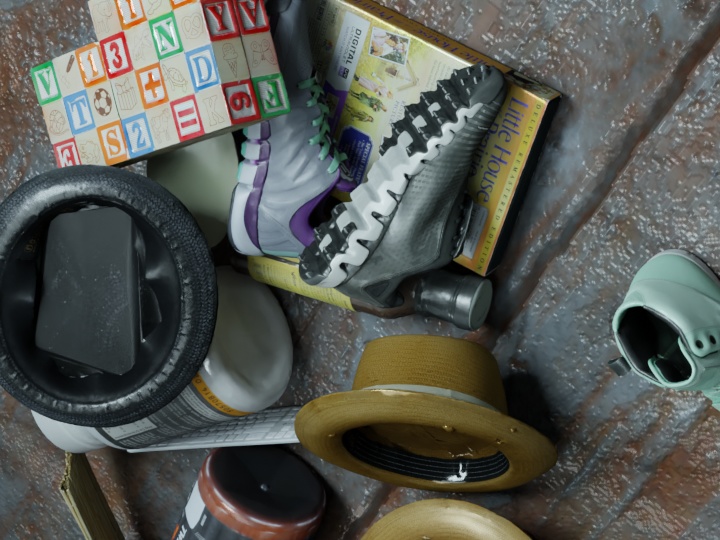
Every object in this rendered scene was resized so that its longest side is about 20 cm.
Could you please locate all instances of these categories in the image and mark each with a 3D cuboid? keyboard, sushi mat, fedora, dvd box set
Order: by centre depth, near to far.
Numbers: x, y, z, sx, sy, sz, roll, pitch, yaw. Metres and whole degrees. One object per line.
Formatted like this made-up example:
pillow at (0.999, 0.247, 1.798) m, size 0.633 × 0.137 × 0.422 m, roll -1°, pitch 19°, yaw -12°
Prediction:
fedora at (0.050, 0.097, 1.400) m, size 0.200 × 0.201 × 0.082 m, roll -7°, pitch 64°, yaw 31°
dvd box set at (0.032, -0.104, 1.401) m, size 0.200 × 0.029 × 0.147 m, roll 28°, pitch 120°, yaw 19°
fedora at (-0.190, 0.010, 1.427) m, size 0.200 × 0.092 × 0.201 m, roll 1°, pitch 110°, yaw 3°
fedora at (0.085, 0.250, 1.480) m, size 0.200 × 0.082 × 0.201 m, roll 12°, pitch 116°, yaw 26°
keyboard at (-0.094, 0.125, 1.548) m, size 0.200 × 0.056 × 0.011 m, roll -7°, pitch 107°, yaw 31°
sushi mat at (-0.205, 0.234, 1.614) m, size 0.012 × 0.096 × 0.200 m, roll -19°, pitch 115°, yaw 6°

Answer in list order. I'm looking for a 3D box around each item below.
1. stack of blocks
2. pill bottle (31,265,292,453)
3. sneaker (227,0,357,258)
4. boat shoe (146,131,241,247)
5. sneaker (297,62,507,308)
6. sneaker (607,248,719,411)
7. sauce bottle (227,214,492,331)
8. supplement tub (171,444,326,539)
stack of blocks at (-0.147, -0.141, 1.370) m, size 0.200 × 0.059 × 0.115 m, roll -14°, pitch 92°, yaw 46°
pill bottle at (-0.160, 0.076, 1.531) m, size 0.200 × 0.116 × 0.117 m, roll -19°, pitch 99°, yaw 33°
sneaker at (-0.037, -0.101, 1.388) m, size 0.087 × 0.074 × 0.200 m, roll 13°, pitch 113°, yaw 11°
boat shoe at (-0.129, -0.117, 1.462) m, size 0.071 × 0.063 × 0.201 m, roll -9°, pitch 102°, yaw 3°
sneaker at (0.048, -0.053, 1.357) m, size 0.090 × 0.067 × 0.200 m, roll 32°, pitch 106°, yaw -26°
sneaker at (0.248, 0.080, 1.299) m, size 0.200 × 0.118 × 0.074 m, roll 42°, pitch 122°, yaw 7°
sauce bottle at (0.000, 0.000, 1.441) m, size 0.200 × 0.065 × 0.065 m, roll 19°, pitch 117°, yaw 23°
supplement tub at (-0.107, 0.241, 1.572) m, size 0.107 × 0.107 × 0.200 m, roll 33°, pitch 121°, yaw 15°
